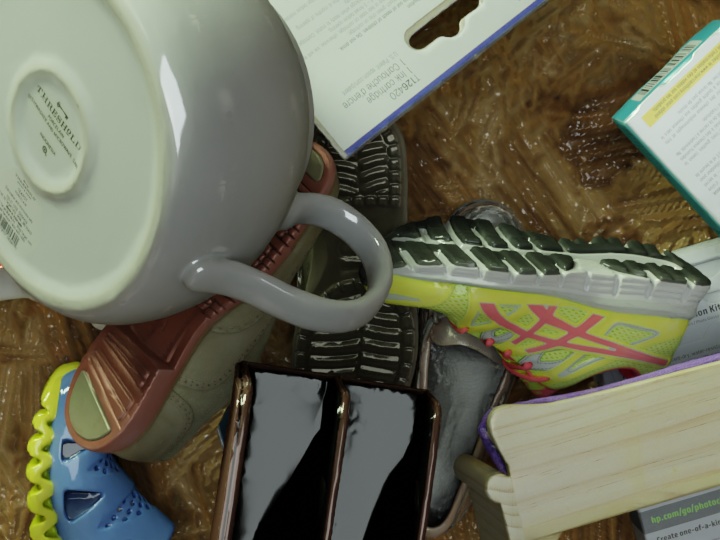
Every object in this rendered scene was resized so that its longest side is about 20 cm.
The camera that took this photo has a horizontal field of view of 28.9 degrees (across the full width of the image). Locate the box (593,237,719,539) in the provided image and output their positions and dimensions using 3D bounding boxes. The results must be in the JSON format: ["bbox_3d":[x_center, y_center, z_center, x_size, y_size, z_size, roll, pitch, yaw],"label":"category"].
[{"bbox_3d":[0.224,0.083,0.835,0.154,0.041,0.202,-16,93,-2],"label":"box"}]

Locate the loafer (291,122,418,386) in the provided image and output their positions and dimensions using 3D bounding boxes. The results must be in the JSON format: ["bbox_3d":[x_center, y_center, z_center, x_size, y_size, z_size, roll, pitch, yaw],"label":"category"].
[{"bbox_3d":[0.000,0.000,0.812,0.075,0.068,0.202,5,107,2],"label":"loafer"}]

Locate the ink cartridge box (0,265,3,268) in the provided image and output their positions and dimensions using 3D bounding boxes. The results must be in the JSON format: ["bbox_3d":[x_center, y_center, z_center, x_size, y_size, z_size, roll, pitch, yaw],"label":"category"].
[{"bbox_3d":[-0.243,-0.083,0.751,0.160,0.050,0.201,-11,51,0],"label":"ink cartridge box"}]

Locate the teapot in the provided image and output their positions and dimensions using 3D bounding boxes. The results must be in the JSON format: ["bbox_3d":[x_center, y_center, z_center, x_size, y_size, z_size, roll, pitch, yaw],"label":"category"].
[{"bbox_3d":[-0.089,-0.072,0.664,0.196,0.145,0.203,3,102,42],"label":"teapot"}]

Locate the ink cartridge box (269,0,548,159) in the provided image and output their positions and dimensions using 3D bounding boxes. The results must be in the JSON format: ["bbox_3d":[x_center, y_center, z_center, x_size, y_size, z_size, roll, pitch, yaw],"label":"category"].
[{"bbox_3d":[-0.005,-0.187,0.768,0.197,0.047,0.201,-39,90,-20],"label":"ink cartridge box"}]

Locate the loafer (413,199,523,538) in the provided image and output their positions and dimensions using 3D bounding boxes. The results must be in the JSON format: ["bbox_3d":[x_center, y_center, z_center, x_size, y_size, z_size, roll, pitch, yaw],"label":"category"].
[{"bbox_3d":[0.062,0.059,0.816,0.071,0.063,0.202,12,91,-2],"label":"loafer"}]

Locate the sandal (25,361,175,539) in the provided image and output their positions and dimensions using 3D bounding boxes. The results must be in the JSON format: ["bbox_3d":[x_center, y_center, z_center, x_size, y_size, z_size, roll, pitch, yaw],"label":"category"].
[{"bbox_3d":[-0.148,0.151,0.808,0.086,0.080,0.203,-4,100,-6],"label":"sandal"}]

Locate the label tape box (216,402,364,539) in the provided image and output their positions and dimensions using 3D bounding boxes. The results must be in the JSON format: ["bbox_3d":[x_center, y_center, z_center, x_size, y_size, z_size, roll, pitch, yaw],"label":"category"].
[{"bbox_3d":[-0.021,0.167,0.775,0.063,0.144,0.202,-14,92,-2],"label":"label tape box"}]

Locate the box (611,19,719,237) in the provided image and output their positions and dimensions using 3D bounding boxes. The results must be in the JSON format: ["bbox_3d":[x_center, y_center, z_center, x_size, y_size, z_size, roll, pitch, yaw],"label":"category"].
[{"bbox_3d":[0.239,-0.040,0.780,0.082,0.049,0.200,-43,95,7],"label":"box"}]

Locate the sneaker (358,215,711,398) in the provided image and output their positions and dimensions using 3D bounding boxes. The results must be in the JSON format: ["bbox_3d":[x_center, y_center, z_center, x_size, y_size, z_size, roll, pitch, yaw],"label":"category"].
[{"bbox_3d":[0.093,0.028,0.765,0.198,0.078,0.091,9,110,-12],"label":"sneaker"}]

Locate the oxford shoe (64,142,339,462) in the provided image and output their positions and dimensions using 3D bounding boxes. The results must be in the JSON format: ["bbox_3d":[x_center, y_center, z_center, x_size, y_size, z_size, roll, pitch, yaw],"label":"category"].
[{"bbox_3d":[-0.074,0.018,0.748,0.200,0.074,0.071,-49,52,7],"label":"oxford shoe"}]

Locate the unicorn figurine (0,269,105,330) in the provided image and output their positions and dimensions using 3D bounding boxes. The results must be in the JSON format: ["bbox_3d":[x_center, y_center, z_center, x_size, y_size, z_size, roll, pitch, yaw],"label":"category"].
[{"bbox_3d":[-0.169,-0.022,0.789,0.136,0.074,0.202,17,75,40],"label":"unicorn figurine"}]

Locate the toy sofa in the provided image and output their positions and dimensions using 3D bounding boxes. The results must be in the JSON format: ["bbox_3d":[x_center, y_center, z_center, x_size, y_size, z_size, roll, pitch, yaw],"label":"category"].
[{"bbox_3d":[0.154,0.097,0.763,0.198,0.083,0.099,-15,92,-8],"label":"toy sofa"}]

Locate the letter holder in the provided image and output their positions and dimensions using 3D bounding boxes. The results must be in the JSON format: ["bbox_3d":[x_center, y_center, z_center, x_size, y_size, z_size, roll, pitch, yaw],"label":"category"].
[{"bbox_3d":[-0.024,0.152,0.631,0.099,0.142,0.203,9,90,-4],"label":"letter holder"}]
